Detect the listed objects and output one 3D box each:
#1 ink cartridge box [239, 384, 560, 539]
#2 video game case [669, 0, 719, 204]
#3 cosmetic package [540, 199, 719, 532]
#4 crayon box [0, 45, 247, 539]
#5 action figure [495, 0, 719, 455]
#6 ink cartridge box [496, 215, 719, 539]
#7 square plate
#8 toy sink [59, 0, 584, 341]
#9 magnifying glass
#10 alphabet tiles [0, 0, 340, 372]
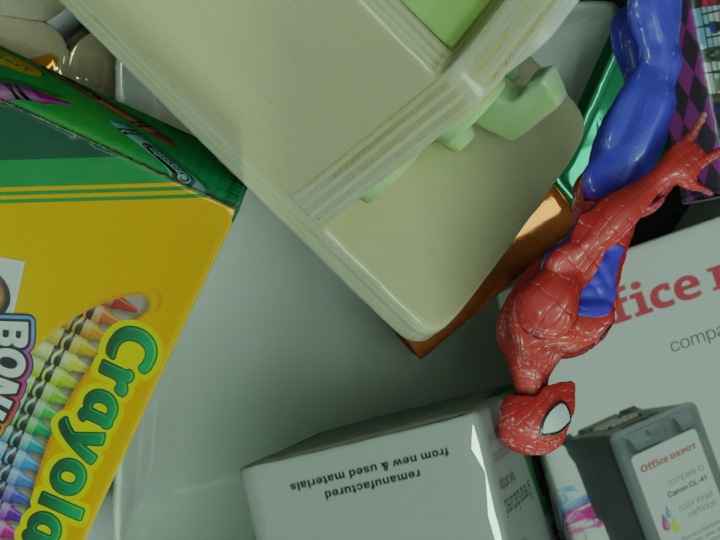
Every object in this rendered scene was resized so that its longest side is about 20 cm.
[{"bbox_3d":[0.034,0.148,0.903,0.084,0.146,0.201,-14,89,10],"label":"ink cartridge box"},{"bbox_3d":[0.181,-0.136,0.971,0.180,0.036,0.201,-11,89,-26],"label":"video game case"},{"bbox_3d":[0.147,0.027,1.023,0.082,0.051,0.201,34,88,-33],"label":"cosmetic package"},{"bbox_3d":[-0.130,0.031,0.913,0.118,0.058,0.201,24,108,-4],"label":"crayon box"},{"bbox_3d":[0.087,-0.033,0.872,0.051,0.065,0.201,25,78,-4],"label":"action figure"},{"bbox_3d":[0.145,0.083,0.928,0.147,0.086,0.201,-19,80,6],"label":"ink cartridge box"},{"bbox_3d":[0.000,0.000,0.985,0.199,0.028,0.199,-5,108,-23],"label":"square plate"},{"bbox_3d":[0.008,-0.099,0.871,0.200,0.112,0.130,45,51,-8],"label":"toy sink"},{"bbox_3d":[0.090,-0.041,0.979,0.200,0.022,0.080,-40,100,-4],"label":"magnifying glass"},{"bbox_3d":[-0.064,-0.063,0.964,0.195,0.015,0.201,5,101,-24],"label":"alphabet tiles"}]
